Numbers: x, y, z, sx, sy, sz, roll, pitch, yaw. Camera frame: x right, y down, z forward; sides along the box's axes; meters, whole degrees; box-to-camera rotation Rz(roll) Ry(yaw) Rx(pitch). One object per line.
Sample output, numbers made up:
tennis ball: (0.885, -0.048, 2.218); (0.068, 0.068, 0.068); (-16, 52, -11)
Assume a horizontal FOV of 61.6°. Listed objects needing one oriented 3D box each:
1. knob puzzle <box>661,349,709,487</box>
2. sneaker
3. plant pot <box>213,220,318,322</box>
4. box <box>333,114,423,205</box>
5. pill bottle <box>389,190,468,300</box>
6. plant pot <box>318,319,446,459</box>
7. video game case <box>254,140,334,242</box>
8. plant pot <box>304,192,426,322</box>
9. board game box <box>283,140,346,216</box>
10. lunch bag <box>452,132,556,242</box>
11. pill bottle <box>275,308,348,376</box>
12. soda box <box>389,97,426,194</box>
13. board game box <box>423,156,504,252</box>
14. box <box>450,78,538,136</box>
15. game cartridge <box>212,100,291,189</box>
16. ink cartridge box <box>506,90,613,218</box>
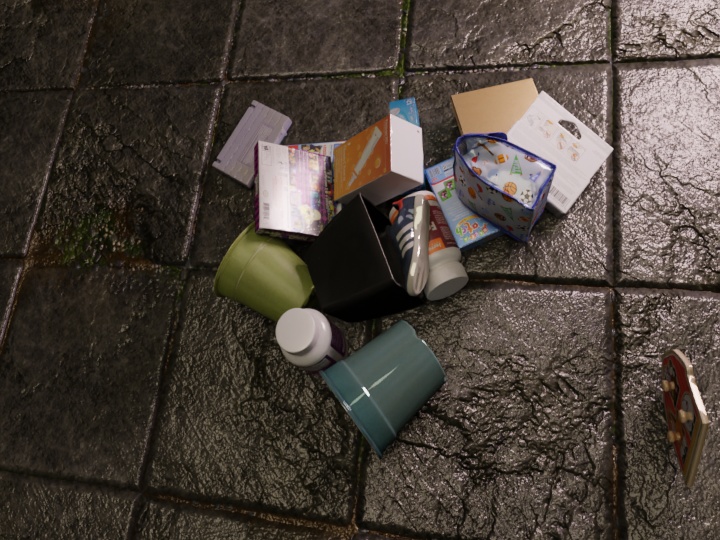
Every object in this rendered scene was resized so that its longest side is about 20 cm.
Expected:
knob puzzle: (0.534, 0.227, 1.029); (0.029, 0.220, 0.228); (-5, 71, 13)
sneaker: (0.088, -0.048, 1.183); (0.082, 0.075, 0.207); (-3, 66, 23)
plant pot: (-0.183, 0.026, 1.302); (0.188, 0.200, 0.203); (35, 83, 10)
box: (0.035, -0.226, 1.300); (0.197, 0.095, 0.129); (-19, 66, 49)
pill bottle: (0.143, -0.051, 1.260); (0.111, 0.114, 0.205); (-24, 67, 6)
plant pot: (0.051, 0.216, 1.166); (0.194, 0.201, 0.201); (-37, 66, -8)
video game case: (-0.141, -0.166, 1.300); (0.176, 0.036, 0.207); (6, 68, -29)
plant pot: (0.000, 0.000, 1.252); (0.174, 0.199, 0.205); (-30, 66, 16)
board game box: (-0.122, -0.192, 1.412); (0.189, 0.056, 0.207); (-1, 72, 15)
lunch bag: (0.273, -0.176, 1.197); (0.196, 0.171, 0.126); (30, 76, 19)
pill bottle: (-0.099, 0.142, 1.216); (0.108, 0.200, 0.116); (-4, 70, 13)
soda box: (0.107, -0.283, 1.372); (0.062, 0.068, 0.207); (-8, 70, 12)
board game box: (0.241, -0.158, 1.311); (0.147, 0.037, 0.205); (-22, 67, 6)
box: (0.312, -0.335, 1.335); (0.193, 0.021, 0.169); (-12, 69, -3)
game cartridge: (-0.268, -0.313, 1.505); (0.127, 0.038, 0.204); (29, 81, 18)
ink cartridge box: (0.398, -0.244, 1.268); (0.199, 0.044, 0.175); (41, 84, 7)
